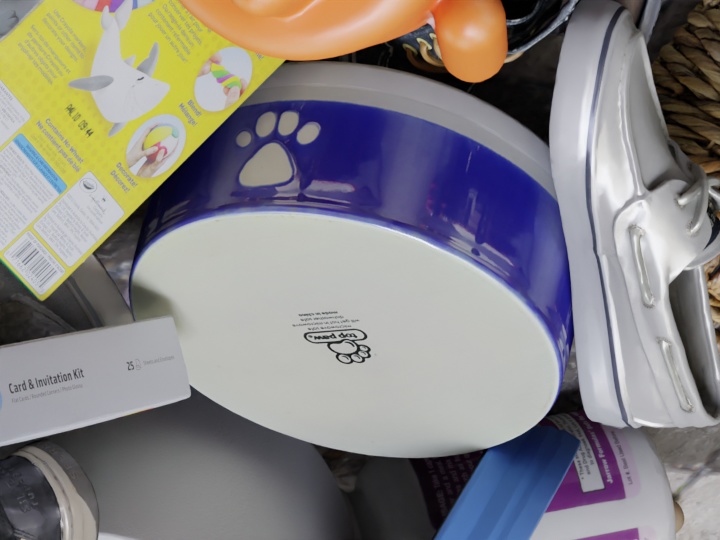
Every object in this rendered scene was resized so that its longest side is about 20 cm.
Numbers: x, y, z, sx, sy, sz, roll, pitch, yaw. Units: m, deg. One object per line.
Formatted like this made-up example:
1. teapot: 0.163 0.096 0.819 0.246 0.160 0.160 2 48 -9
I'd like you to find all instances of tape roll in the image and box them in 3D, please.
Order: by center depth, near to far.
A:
1. tape roll: -0.112 0.165 1.153 0.201 0.140 0.204 4 123 6

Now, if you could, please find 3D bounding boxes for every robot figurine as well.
1. robot figurine: -0.008 -0.134 0.837 0.143 0.200 0.118 13 103 10

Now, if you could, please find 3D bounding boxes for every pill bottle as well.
1. pill bottle: 0.063 0.144 1.286 0.198 0.113 0.113 -9 141 -13

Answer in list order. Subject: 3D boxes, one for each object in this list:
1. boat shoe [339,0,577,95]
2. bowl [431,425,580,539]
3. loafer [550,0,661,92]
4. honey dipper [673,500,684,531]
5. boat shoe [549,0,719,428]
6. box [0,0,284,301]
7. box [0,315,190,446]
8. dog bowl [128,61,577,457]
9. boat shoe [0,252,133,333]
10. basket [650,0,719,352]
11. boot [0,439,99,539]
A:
1. boat shoe: 0.041 -0.108 0.993 0.070 0.091 0.201 -6 140 -17
2. bowl: 0.039 0.158 1.128 0.039 0.201 0.201 31 131 5
3. loafer: 0.104 -0.154 0.998 0.062 0.072 0.201 10 130 -5
4. honey dipper: 0.101 0.181 1.409 0.199 0.038 0.038 -19 142 -4
5. boat shoe: 0.123 -0.019 0.994 0.065 0.072 0.201 5 117 23
6. box: -0.094 -0.097 0.941 0.200 0.048 0.117 -44 140 -7
7. box: -0.196 0.066 1.000 0.199 0.042 0.156 -14 178 29
8. dog bowl: 0.000 0.000 1.047 0.198 0.079 0.201 11 148 7
9. boat shoe: -0.169 -0.021 1.008 0.068 0.072 0.200 -41 141 -2
10. basket: 0.201 -0.009 1.109 0.149 0.143 0.200 -50 138 8
11. boot: -0.193 0.175 0.994 0.150 0.073 0.201 -15 131 -47
